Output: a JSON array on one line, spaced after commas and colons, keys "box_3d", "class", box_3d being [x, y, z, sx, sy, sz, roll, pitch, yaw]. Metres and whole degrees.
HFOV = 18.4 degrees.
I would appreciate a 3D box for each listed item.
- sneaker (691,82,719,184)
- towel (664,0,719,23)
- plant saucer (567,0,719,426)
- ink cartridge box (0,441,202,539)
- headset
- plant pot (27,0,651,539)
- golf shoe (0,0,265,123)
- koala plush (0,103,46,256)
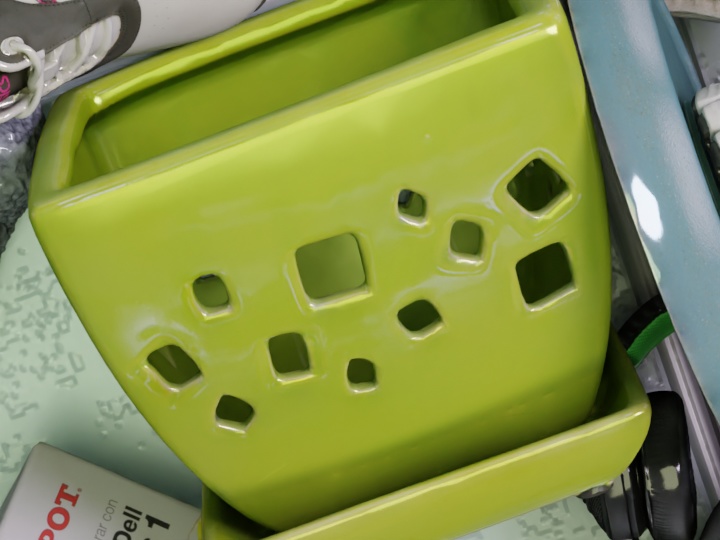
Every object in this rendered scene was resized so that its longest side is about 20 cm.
[{"box_3d": [0.193, -0.050, 0.836, 0.090, 0.200, 0.079, -20, 91, 22], "class": "sneaker"}, {"box_3d": [0.153, -0.192, 0.853, 0.132, 0.034, 0.201, 14, 101, 37], "class": "towel"}, {"box_3d": [0.122, -0.029, 0.819, 0.027, 0.200, 0.201, -21, 100, 13], "class": "plant saucer"}, {"box_3d": [-0.074, 0.179, 0.890, 0.199, 0.145, 0.084, 24, 142, -6], "class": "ink cartridge box"}, {"box_3d": [0.143, 0.099, 0.905, 0.123, 0.094, 0.201, 19, 69, 21], "class": "headset"}, {"box_3d": [0.000, 0.000, 0.844, 0.198, 0.200, 0.182, -20, 106, 2], "class": "plant pot"}, {"box_3d": [-0.124, -0.093, 0.855, 0.199, 0.088, 0.077, -8, 141, -17], "class": "golf shoe"}, {"box_3d": [-0.222, 0.012, 0.834, 0.177, 0.200, 0.185, 13, 100, -4], "class": "koala plush"}]
